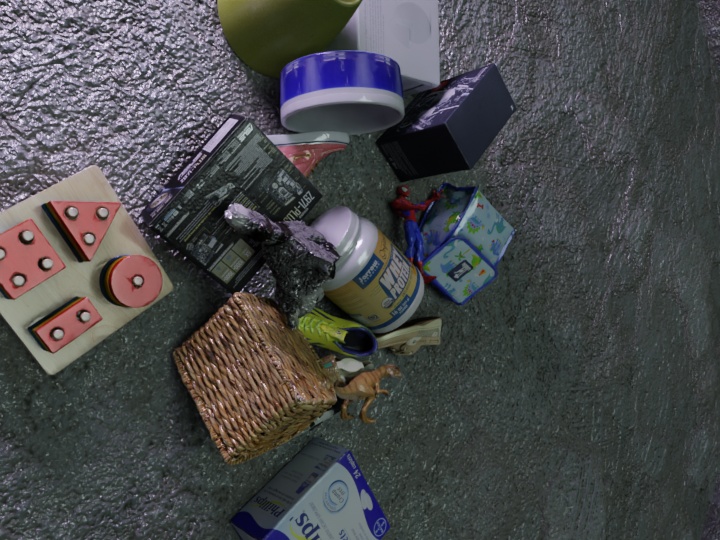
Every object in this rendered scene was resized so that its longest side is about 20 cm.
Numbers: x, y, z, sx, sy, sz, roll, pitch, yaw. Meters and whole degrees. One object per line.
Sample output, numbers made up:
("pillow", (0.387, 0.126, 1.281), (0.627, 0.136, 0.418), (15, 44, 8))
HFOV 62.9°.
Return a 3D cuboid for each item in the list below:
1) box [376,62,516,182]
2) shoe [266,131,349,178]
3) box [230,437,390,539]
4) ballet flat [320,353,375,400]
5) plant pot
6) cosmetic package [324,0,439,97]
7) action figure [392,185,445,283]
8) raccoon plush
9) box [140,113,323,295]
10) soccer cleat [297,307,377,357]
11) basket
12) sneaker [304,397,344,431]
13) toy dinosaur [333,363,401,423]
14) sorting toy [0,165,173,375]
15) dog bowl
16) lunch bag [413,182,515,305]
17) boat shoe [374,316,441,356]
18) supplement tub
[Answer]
("box", (0.165, -0.280, 1.129), (0.200, 0.182, 0.104), (-52, 121, -29))
("shoe", (-0.101, -0.178, 0.976), (0.199, 0.071, 0.092), (-13, 100, -35))
("box", (-0.076, 0.417, 0.966), (0.200, 0.105, 0.185), (-39, 113, -33))
("ballet flat", (-0.010, 0.183, 1.017), (0.200, 0.065, 0.071), (20, 42, -56))
("plant pot", (-0.088, -0.415, 0.900), (0.186, 0.199, 0.189), (0, 90, -41))
("cosmetic package", (0.031, -0.433, 1.053), (0.199, 0.123, 0.201), (-1, 91, -42))
("action figure", (0.118, -0.086, 1.116), (0.065, 0.099, 0.201), (17, 52, -49))
("raccoon plush", (-0.126, -0.006, 0.832), (0.199, 0.097, 0.134), (29, 112, -23))
("box", (-0.183, -0.095, 0.850), (0.200, 0.086, 0.164), (-50, 122, -5))
("soccer cleat", (-0.061, 0.099, 0.976), (0.199, 0.084, 0.065), (18, 85, -21))
("basket", (-0.150, 0.155, 0.862), (0.149, 0.200, 0.143), (-42, 157, 13))
("sneaker", (-0.093, 0.231, 0.984), (0.074, 0.088, 0.200), (59, 26, 12))
("toy dinosaur", (-0.007, 0.196, 0.958), (0.200, 0.060, 0.107), (-8, 109, -56))
("sorting toy", (-0.360, -0.004, 0.748), (0.199, 0.069, 0.201), (-41, 115, -33))
("dog bowl", (-0.030, -0.279, 0.949), (0.199, 0.199, 0.079), (-3, 88, -41))
("lunch bag", (0.203, -0.050, 1.207), (0.170, 0.127, 0.201), (38, 79, -36))
("boat shoe", (0.089, 0.134, 1.135), (0.199, 0.072, 0.065), (-8, 93, -46))
("supplement tub", (0.000, 0.000, 1.008), (0.200, 0.144, 0.145), (42, 64, -32))
